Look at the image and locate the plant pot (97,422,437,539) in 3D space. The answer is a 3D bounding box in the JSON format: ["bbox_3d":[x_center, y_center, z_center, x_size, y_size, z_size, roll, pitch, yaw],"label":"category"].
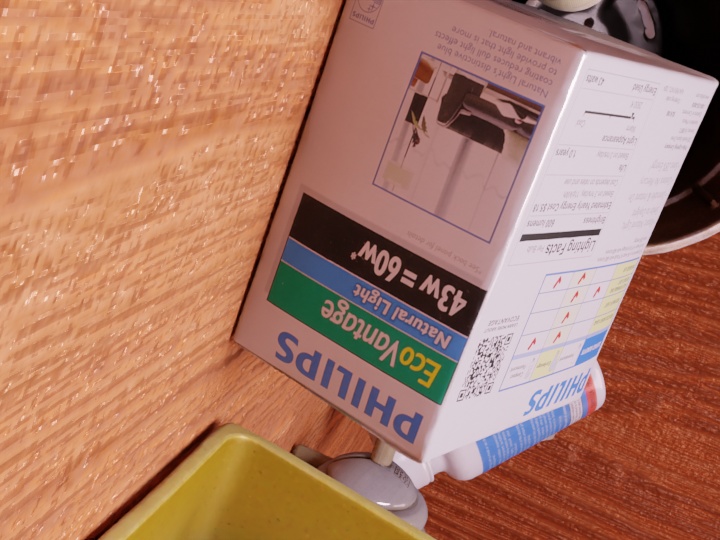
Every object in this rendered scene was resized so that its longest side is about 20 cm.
[{"bbox_3d":[-0.052,0.229,0.548,0.200,0.195,0.194,-63,173,16],"label":"plant pot"}]

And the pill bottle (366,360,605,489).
[{"bbox_3d":[0.108,0.119,1.040,0.200,0.112,0.112,-28,162,-10],"label":"pill bottle"}]

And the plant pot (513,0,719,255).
[{"bbox_3d":[0.171,-0.138,0.792,0.198,0.200,0.201,-100,-151,-69],"label":"plant pot"}]

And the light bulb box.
[{"bbox_3d":[0.065,-0.032,0.599,0.198,0.125,0.200,-7,122,-57],"label":"light bulb box"}]

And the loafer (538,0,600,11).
[{"bbox_3d":[0.141,-0.225,0.595,0.068,0.076,0.200,-63,173,-67],"label":"loafer"}]

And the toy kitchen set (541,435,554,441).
[{"bbox_3d":[0.100,0.050,1.144,0.163,0.200,0.181,-1,121,-39],"label":"toy kitchen set"}]

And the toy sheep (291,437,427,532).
[{"bbox_3d":[-0.013,0.210,0.916,0.138,0.138,0.200,-47,158,-68],"label":"toy sheep"}]

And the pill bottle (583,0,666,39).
[{"bbox_3d":[0.194,-0.228,0.985,0.200,0.112,0.112,-97,-163,-48],"label":"pill bottle"}]
